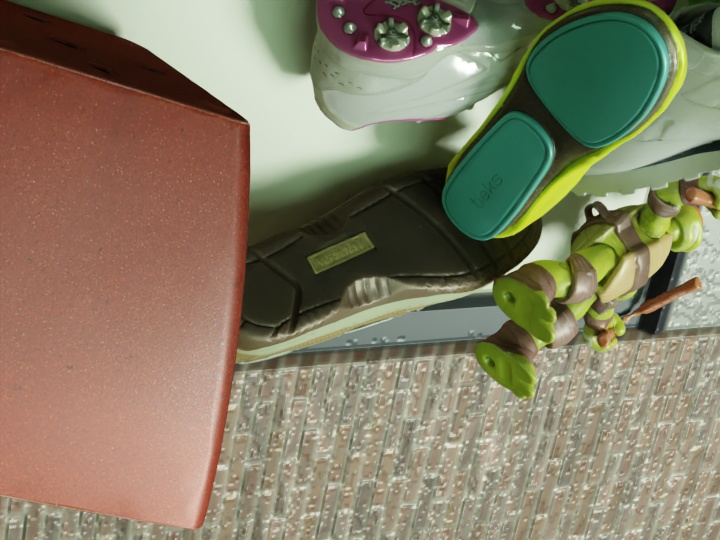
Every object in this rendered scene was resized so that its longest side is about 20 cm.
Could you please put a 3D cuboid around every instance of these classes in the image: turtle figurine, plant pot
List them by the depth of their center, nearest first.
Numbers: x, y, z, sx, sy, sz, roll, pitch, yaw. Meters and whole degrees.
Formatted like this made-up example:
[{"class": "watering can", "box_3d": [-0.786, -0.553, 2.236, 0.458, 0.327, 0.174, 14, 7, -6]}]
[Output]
[{"class": "plant pot", "box_3d": [-0.159, -0.021, 0.934, 0.200, 0.200, 0.176, 15, 104, -33]}, {"class": "turtle figurine", "box_3d": [0.136, -0.008, 1.125, 0.161, 0.064, 0.200, -31, 165, -33]}]

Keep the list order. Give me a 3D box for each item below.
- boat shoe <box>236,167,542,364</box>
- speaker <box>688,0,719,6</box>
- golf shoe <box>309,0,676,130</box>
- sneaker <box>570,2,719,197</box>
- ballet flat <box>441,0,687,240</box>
[{"class": "boat shoe", "box_3d": [0.000, 0.000, 1.106, 0.200, 0.072, 0.076, -16, 162, -26]}, {"class": "speaker", "box_3d": [0.197, -0.166, 1.068, 0.088, 0.088, 0.200, -33, 130, -2]}, {"class": "golf shoe", "box_3d": [0.062, -0.121, 1.055, 0.200, 0.075, 0.092, -11, 149, -23]}, {"class": "sneaker", "box_3d": [0.161, -0.092, 1.062, 0.081, 0.200, 0.076, 56, 49, -20]}, {"class": "ballet flat", "box_3d": [0.105, -0.082, 1.026, 0.067, 0.067, 0.200, -36, 174, -37]}]
